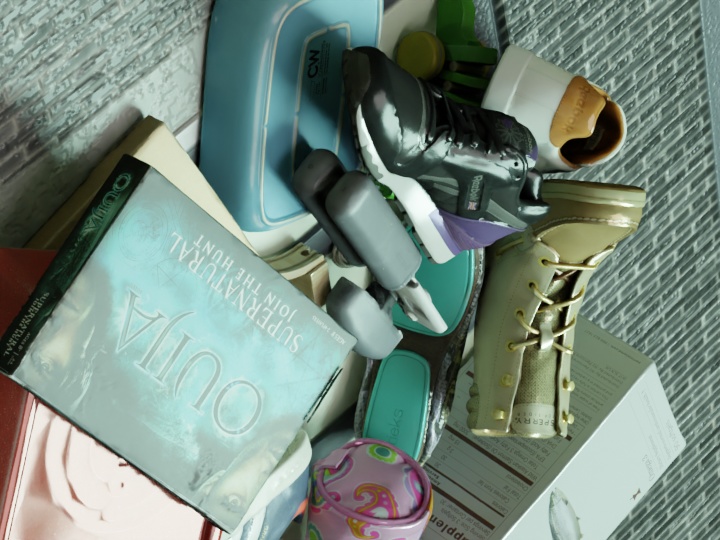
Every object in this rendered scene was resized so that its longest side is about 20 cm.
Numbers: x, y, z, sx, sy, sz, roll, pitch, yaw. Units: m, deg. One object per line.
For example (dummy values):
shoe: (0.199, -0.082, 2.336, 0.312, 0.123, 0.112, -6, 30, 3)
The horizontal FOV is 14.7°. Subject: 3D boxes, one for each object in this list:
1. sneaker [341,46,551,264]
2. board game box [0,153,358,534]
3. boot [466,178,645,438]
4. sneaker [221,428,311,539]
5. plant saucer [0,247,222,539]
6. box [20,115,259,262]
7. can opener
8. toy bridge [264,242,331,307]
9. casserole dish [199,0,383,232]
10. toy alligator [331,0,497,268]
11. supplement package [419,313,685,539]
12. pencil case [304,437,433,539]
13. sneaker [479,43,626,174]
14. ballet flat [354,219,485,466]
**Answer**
sneaker: (0.053, -0.079, 1.607, 0.087, 0.076, 0.200, -16, 151, 14)
board game box: (-0.099, 0.044, 1.522, 0.200, 0.028, 0.135, 40, 79, -43)
boot: (0.118, 0.027, 1.743, 0.073, 0.200, 0.156, 10, 78, -20)
sneaker: (-0.102, 0.173, 1.704, 0.200, 0.075, 0.085, -33, 134, -33)
plant saucer: (-0.136, 0.091, 1.554, 0.200, 0.037, 0.200, 3, 105, -41)
box: (-0.143, 0.037, 1.567, 0.200, 0.021, 0.164, -48, 133, -15)
can opener: (0.000, 0.000, 1.660, 0.067, 0.053, 0.200, -52, 152, -8)
toy bridge: (-0.098, 0.040, 1.648, 0.200, 0.027, 0.067, -36, 139, -30)
casserole dish: (-0.035, -0.104, 1.606, 0.121, 0.039, 0.200, -25, 133, -40)
toy alligator: (0.041, -0.081, 1.705, 0.059, 0.054, 0.200, 3, 113, -52)
supplement package: (0.110, 0.136, 1.906, 0.200, 0.117, 0.117, -48, 145, -14)
pencil case: (-0.013, 0.205, 1.814, 0.087, 0.087, 0.200, -24, 143, -40)
sneaker: (0.119, -0.080, 1.728, 0.200, 0.085, 0.073, 60, 53, -81)
ballet flat: (0.039, 0.035, 1.798, 0.072, 0.072, 0.201, -15, 128, -45)
